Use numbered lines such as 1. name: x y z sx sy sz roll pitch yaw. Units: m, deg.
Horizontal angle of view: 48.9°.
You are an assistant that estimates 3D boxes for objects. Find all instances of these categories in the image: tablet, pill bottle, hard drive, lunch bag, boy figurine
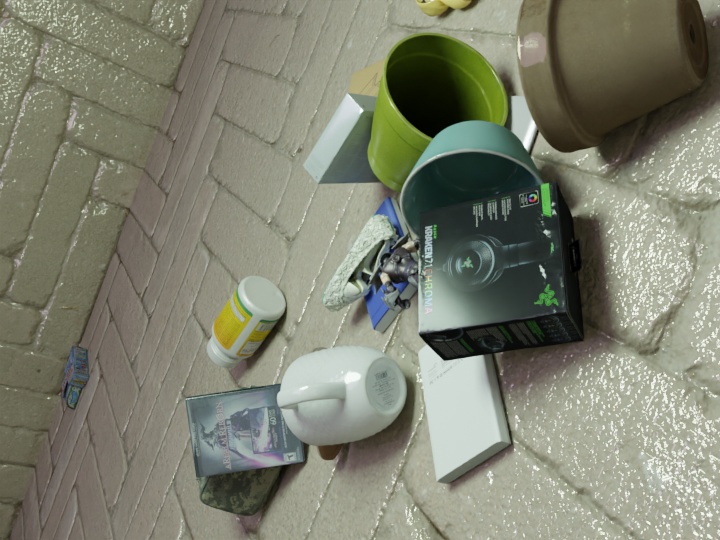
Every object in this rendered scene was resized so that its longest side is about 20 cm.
1. tablet: 0.203 -0.162 1.183 0.130 0.013 0.204 22 93 61
2. pill bottle: -0.253 0.117 1.708 0.201 0.111 0.114 -52 34 32
3. hard drive: 0.042 -0.013 1.361 0.133 0.025 0.202 -53 34 30
4. lunch bag: -0.231 0.344 1.529 0.203 0.137 0.168 -65 18 13
5. hard drive: 0.138 0.171 1.092 0.132 0.026 0.203 -45 38 39
6. boy figurine: 0.174 -0.515 1.381 0.199 0.064 0.127 -23 58 50

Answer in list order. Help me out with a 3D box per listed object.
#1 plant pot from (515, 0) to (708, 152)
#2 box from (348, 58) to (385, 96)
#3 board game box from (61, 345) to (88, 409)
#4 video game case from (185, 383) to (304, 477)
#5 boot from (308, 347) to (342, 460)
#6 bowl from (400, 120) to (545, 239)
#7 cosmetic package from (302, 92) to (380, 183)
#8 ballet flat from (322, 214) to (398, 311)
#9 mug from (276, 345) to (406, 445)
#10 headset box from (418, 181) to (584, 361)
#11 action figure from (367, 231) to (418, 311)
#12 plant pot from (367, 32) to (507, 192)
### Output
1. plant pot: 0.299 -0.253 0.917 0.172 0.199 0.205 -8 66 39
2. box: 0.023 -0.337 1.581 0.199 0.021 0.167 -3 72 59
3. board game box: -1.106 0.420 3.059 0.199 0.061 0.204 27 98 62
4. video game case: -0.205 0.284 1.414 0.019 0.195 0.146 -136 39 -82
5. boot: -0.073 0.234 1.391 0.146 0.069 0.204 -30 48 58
6. bowl: 0.155 -0.121 1.072 0.200 0.199 0.106 -40 30 42
7. cosmetic package: 0.010 -0.224 1.366 0.052 0.198 0.151 49 120 20
8. ballet flat: 0.000 0.000 1.339 0.202 0.071 0.072 -60 31 21
9. mug: -0.036 0.189 1.211 0.174 0.197 0.151 -18 73 46
10. headset box: 0.178 0.003 0.984 0.196 0.093 0.178 -10 61 25
11. action figure: 0.090 0.005 1.208 0.198 0.069 0.132 13 70 52
12. plant pot: 0.098 -0.223 1.230 0.193 0.196 0.204 125 151 -59
